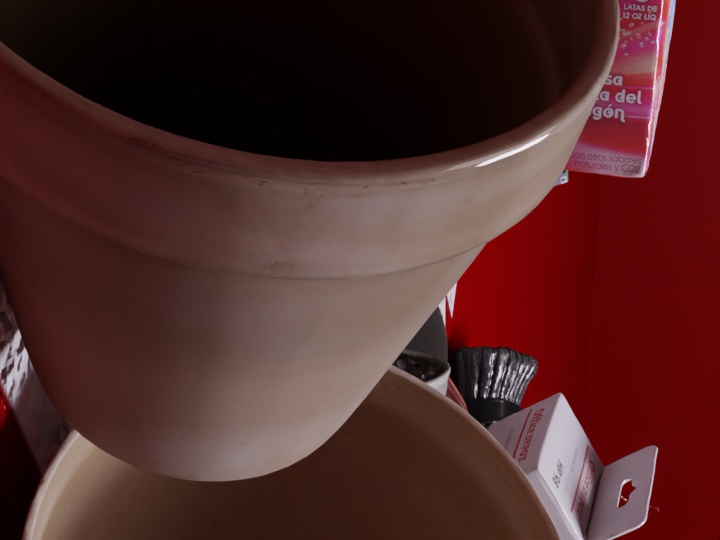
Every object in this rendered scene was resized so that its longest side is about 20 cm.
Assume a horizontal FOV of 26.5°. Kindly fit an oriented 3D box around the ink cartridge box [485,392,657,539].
[{"bbox_3d":[0.092,0.153,1.016,0.067,0.199,0.116,58,23,-10],"label":"ink cartridge box"}]

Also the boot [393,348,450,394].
[{"bbox_3d":[0.004,0.137,0.767,0.181,0.072,0.202,7,97,-51],"label":"boot"}]

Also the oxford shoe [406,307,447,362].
[{"bbox_3d":[0.006,0.090,0.962,0.071,0.071,0.201,125,-16,-50],"label":"oxford shoe"}]

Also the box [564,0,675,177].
[{"bbox_3d":[0.042,-0.114,0.699,0.100,0.198,0.097,-60,155,-59],"label":"box"}]

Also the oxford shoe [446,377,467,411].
[{"bbox_3d":[0.031,0.101,1.064,0.071,0.074,0.200,54,9,-8],"label":"oxford shoe"}]

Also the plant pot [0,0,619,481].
[{"bbox_3d":[-0.041,-0.034,0.474,0.201,0.198,0.175,-70,178,-47],"label":"plant pot"}]

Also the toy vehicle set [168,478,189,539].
[{"bbox_3d":[-0.061,0.028,0.696,0.200,0.026,0.126,-62,154,-58],"label":"toy vehicle set"}]

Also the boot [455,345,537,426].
[{"bbox_3d":[0.106,0.143,1.321,0.211,0.078,0.160,47,56,-86],"label":"boot"}]

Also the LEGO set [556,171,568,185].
[{"bbox_3d":[0.072,-0.135,1.096,0.201,0.115,0.155,81,-10,-57],"label":"LEGO set"}]

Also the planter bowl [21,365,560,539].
[{"bbox_3d":[-0.034,0.147,0.560,0.135,0.198,0.202,117,-7,-49],"label":"planter bowl"}]
